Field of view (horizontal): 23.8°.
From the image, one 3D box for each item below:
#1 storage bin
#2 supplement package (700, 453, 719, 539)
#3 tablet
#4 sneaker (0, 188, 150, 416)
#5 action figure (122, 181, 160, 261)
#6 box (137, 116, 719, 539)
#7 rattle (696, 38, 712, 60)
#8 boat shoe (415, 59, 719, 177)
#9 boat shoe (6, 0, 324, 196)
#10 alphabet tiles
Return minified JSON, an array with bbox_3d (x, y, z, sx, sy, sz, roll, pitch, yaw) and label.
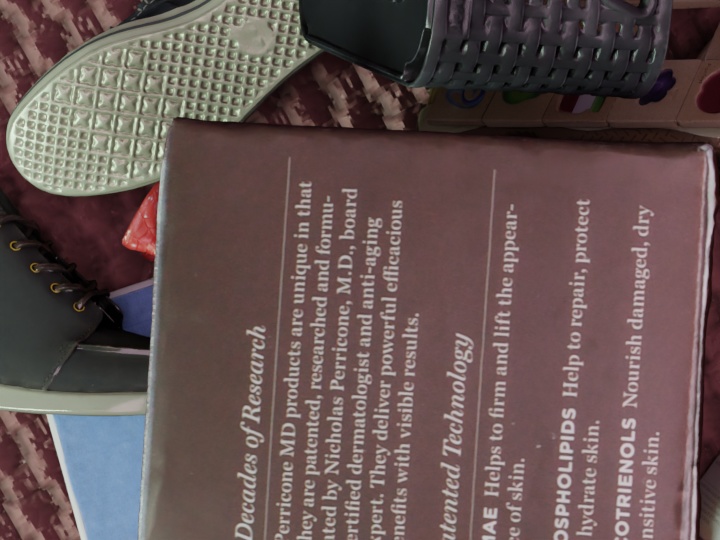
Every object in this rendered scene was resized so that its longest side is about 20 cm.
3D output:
[{"bbox_3d":[0.043,-0.147,0.674,0.093,0.200,0.136,2,103,-15],"label":"storage bin"},{"bbox_3d":[0.266,0.082,0.808,0.121,0.120,0.201,35,92,-5],"label":"supplement package"},{"bbox_3d":[-0.052,0.055,0.824,0.199,0.014,0.131,-18,77,-1],"label":"tablet"},{"bbox_3d":[-0.140,0.012,0.787,0.198,0.075,0.107,3,86,5],"label":"sneaker"},{"bbox_3d":[0.000,0.000,0.793,0.199,0.065,0.099,32,89,9],"label":"action figure"},{"bbox_3d":[0.034,0.033,0.669,0.198,0.166,0.166,3,90,10],"label":"box"},{"bbox_3d":[0.248,-0.087,0.827,0.143,0.130,0.201,48,57,-27],"label":"rattle"},{"bbox_3d":[0.112,-0.081,0.768,0.199,0.072,0.077,7,74,36],"label":"boat shoe"},{"bbox_3d":[-0.076,-0.102,0.802,0.199,0.062,0.075,-34,110,1],"label":"boat shoe"},{"bbox_3d":[0.134,-0.142,0.761,0.008,0.166,0.201,49,59,-38],"label":"alphabet tiles"}]
